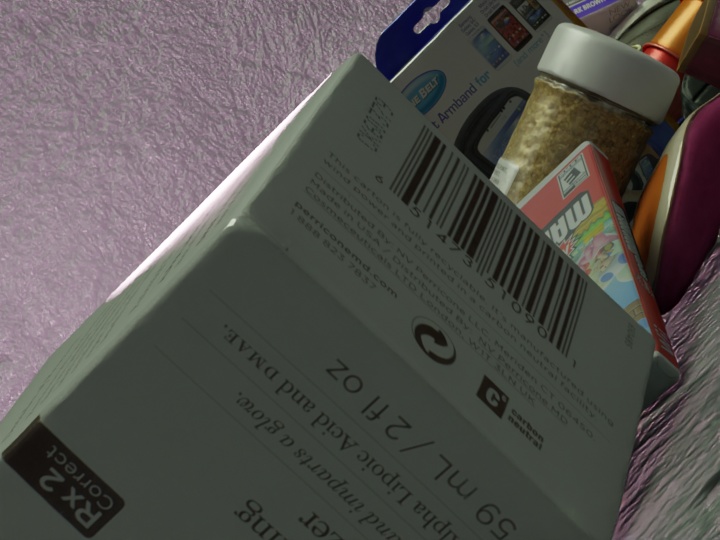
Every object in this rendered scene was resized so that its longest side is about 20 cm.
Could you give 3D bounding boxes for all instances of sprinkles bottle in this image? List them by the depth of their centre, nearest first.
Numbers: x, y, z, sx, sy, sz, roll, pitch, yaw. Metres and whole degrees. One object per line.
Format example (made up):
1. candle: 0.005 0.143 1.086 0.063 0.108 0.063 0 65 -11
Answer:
1. sprinkles bottle: 0.089 -0.020 1.032 0.068 0.068 0.201 -53 -13 -85

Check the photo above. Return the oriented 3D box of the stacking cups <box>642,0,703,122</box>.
1. stacking cups: 0.224 -0.160 1.215 0.200 0.060 0.061 -53 2 -9

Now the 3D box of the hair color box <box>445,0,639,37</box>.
1. hair color box: 0.134 -0.112 1.356 0.109 0.065 0.200 -24 -40 0

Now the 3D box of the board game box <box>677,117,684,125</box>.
1. board game box: 0.154 -0.028 1.305 0.200 0.045 0.152 -44 1 25

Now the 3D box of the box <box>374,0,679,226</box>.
1. box: 0.097 -0.077 1.148 0.119 0.200 0.041 -44 1 14

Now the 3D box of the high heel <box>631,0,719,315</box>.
1. high heel: 0.192 -0.047 1.017 0.067 0.096 0.200 115 176 -49

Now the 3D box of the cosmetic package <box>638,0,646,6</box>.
1. cosmetic package: 0.231 -0.149 1.439 0.090 0.107 0.200 -38 3 -2

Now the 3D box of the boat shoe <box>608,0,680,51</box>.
1. boat shoe: 0.167 -0.111 1.267 0.201 0.072 0.060 -30 42 -5

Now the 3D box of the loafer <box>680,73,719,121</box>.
1. loafer: 0.240 -0.115 1.155 0.200 0.073 0.072 -35 -32 -38

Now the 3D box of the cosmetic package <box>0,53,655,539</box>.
1. cosmetic package: -0.025 0.064 0.749 0.200 0.165 0.165 -44 8 26

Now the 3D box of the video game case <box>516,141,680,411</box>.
1. video game case: 0.067 0.036 0.910 0.143 0.017 0.200 -43 22 19
